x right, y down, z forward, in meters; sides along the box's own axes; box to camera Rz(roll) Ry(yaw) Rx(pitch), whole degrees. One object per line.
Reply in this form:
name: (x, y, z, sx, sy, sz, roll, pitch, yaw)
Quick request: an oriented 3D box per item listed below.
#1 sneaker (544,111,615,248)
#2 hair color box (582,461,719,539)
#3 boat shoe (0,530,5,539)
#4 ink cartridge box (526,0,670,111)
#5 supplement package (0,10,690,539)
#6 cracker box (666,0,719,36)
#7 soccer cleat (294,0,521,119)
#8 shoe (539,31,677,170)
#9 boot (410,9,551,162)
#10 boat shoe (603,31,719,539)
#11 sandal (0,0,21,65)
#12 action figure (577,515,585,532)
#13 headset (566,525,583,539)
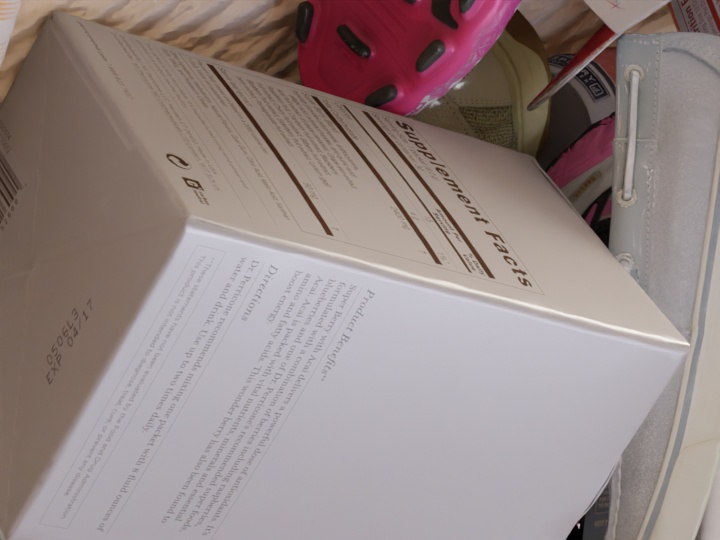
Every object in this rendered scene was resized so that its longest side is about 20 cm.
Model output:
sneaker: (0.068, 0.035, 1.086, 0.200, 0.086, 0.080, -50, 150, 2)
hair color box: (0.147, 0.042, 1.148, 0.099, 0.061, 0.200, 28, 63, -39)
boat shoe: (-0.121, 0.112, 1.063, 0.066, 0.075, 0.199, -36, 151, 4)
ink cartridge box: (0.133, -0.154, 0.997, 0.200, 0.045, 0.176, -47, -175, -23)
supplement package: (-0.022, 0.019, 0.949, 0.200, 0.120, 0.121, 15, 116, -37)
cracker box: (0.226, -0.129, 1.098, 0.134, 0.058, 0.200, 20, 131, -36)
soccer cleat: (0.053, -0.131, 1.000, 0.086, 0.070, 0.200, -8, 134, -57)
shoe: (0.087, -0.009, 1.246, 0.091, 0.071, 0.200, -18, 138, -41)
boot: (0.000, 0.000, 1.110, 0.155, 0.072, 0.200, -39, 150, -23)
boat shoe: (0.096, 0.016, 1.027, 0.070, 0.071, 0.201, -13, 113, -84)
sandal: (-0.135, -0.044, 0.819, 0.079, 0.059, 0.207, -8, 134, -57)
action figure: (0.104, 0.062, 1.288, 0.069, 0.200, 0.130, 21, 74, -27)
headset: (0.041, 0.119, 1.161, 0.200, 0.123, 0.094, -60, 152, -32)
